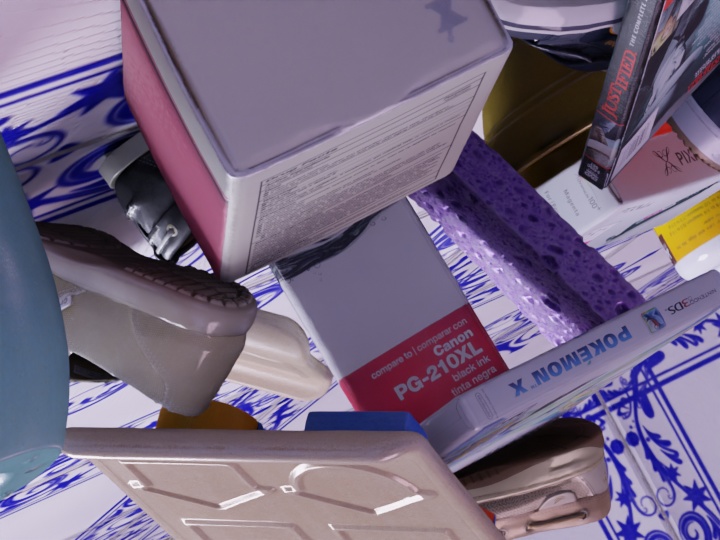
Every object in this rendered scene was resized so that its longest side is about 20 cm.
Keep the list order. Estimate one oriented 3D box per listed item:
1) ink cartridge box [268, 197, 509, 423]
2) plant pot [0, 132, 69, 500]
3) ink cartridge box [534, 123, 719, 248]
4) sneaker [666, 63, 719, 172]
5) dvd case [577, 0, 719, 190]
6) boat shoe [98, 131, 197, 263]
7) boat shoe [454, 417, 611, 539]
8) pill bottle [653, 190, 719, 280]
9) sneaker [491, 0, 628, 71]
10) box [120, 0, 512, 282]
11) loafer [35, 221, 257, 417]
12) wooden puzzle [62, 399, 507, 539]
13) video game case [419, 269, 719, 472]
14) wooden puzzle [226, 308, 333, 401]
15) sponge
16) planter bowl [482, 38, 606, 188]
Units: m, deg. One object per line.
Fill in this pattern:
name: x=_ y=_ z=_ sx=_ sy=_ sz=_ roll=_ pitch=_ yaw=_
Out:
ink cartridge box: x=0.000 y=0.000 z=1.290 sx=0.084 sy=0.200 sz=0.145 roll=-31 pitch=171 yaw=-1
plant pot: x=-0.210 y=0.031 z=0.941 sx=0.200 sy=0.161 sz=0.201 roll=-28 pitch=171 yaw=-5
ink cartridge box: x=0.201 y=-0.071 z=1.471 sx=0.174 sy=0.044 sz=0.200 roll=-33 pitch=170 yaw=36
sneaker: x=0.264 y=-0.101 z=1.361 sx=0.108 sy=0.070 sz=0.200 roll=-44 pitch=153 yaw=22
dvd case: x=0.173 y=-0.149 z=1.176 sx=0.146 sy=0.022 sz=0.200 roll=-46 pitch=159 yaw=-33
boat shoe: x=-0.036 y=-0.075 z=1.187 sx=0.200 sy=0.068 sz=0.072 roll=-32 pitch=169 yaw=14
boat shoe: x=0.050 y=0.143 z=1.339 sx=0.200 sy=0.065 sz=0.071 roll=-15 pitch=-161 yaw=-8
pill bottle: x=0.249 y=-0.069 z=1.655 sx=0.109 sy=0.200 sz=0.109 roll=-27 pitch=171 yaw=-5
sneaker: x=0.111 y=-0.137 z=1.190 sx=0.200 sy=0.078 sz=0.079 roll=-21 pitch=147 yaw=-45
box: x=-0.026 y=-0.086 z=1.005 sx=0.128 sy=0.109 sz=0.200 roll=-26 pitch=171 yaw=-10
loafer: x=-0.134 y=0.019 z=1.126 sx=0.076 sy=0.068 sz=0.200 roll=6 pitch=-171 yaw=-45
wooden puzzle: x=-0.023 y=0.107 z=1.141 sx=0.185 sy=0.046 sz=0.200 roll=-1 pitch=155 yaw=25
video game case: x=0.079 y=0.075 z=1.229 sx=0.182 sy=0.022 sz=0.200 roll=-24 pitch=169 yaw=-32
wooden puzzle: x=-0.109 y=0.027 z=1.345 sx=0.185 sy=0.037 sz=0.200 roll=15 pitch=170 yaw=5
sponge: x=0.075 y=-0.031 z=1.342 sx=0.030 sy=0.200 sz=0.112 roll=-44 pitch=176 yaw=-13
planter bowl: x=0.138 y=-0.115 z=1.433 sx=0.200 sy=0.084 sz=0.200 roll=-28 pitch=171 yaw=-5
